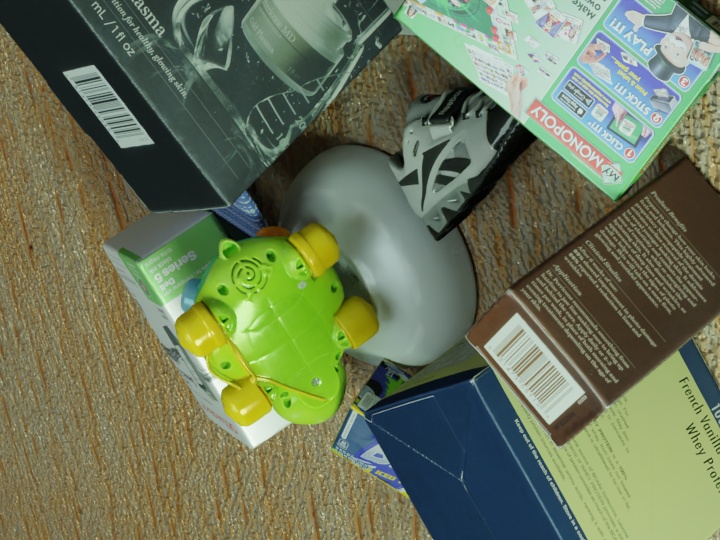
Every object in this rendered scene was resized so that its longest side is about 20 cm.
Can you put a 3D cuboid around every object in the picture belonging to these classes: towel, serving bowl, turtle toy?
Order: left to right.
[{"bbox_3d":[-0.135,-0.088,1.423,0.145,0.024,0.200,34,171,17],"label":"towel"},{"bbox_3d":[-0.067,0.050,1.435,0.101,0.146,0.200,39,161,58],"label":"turtle toy"},{"bbox_3d":[0.000,0.000,1.477,0.200,0.066,0.201,28,134,32],"label":"serving bowl"}]

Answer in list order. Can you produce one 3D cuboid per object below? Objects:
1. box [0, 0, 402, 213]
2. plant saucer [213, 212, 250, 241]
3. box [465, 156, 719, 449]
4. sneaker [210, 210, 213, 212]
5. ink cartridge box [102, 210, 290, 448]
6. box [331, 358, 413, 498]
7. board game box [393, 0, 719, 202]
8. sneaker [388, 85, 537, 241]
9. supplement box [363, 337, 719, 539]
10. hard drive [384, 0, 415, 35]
[{"bbox_3d":[-0.114,-0.178,1.241,0.124,0.197,0.200,-1,132,55],"label":"box"},{"bbox_3d":[-0.110,-0.017,1.617,0.200,0.019,0.070,48,158,12],"label":"plant saucer"},{"bbox_3d":[0.174,0.018,1.182,0.100,0.200,0.075,51,145,8],"label":"box"},{"bbox_3d":[-0.152,-0.133,1.529,0.077,0.089,0.201,20,130,39],"label":"sneaker"},{"bbox_3d":[-0.132,0.045,1.591,0.200,0.084,0.145,60,166,-16],"label":"ink cartridge box"},{"bbox_3d":[0.080,0.160,1.466,0.200,0.064,0.070,31,139,7],"label":"box"},{"bbox_3d":[0.134,-0.160,1.182,0.200,0.029,0.135,41,121,10],"label":"board game box"},{"bbox_3d":[0.074,-0.102,1.309,0.089,0.074,0.200,50,143,6],"label":"sneaker"},{"bbox_3d":[0.150,0.127,1.289,0.134,0.200,0.200,-22,100,53],"label":"supplement box"},{"bbox_3d":[0.045,-0.233,1.284,0.200,0.027,0.132,10,123,44],"label":"hard drive"}]
